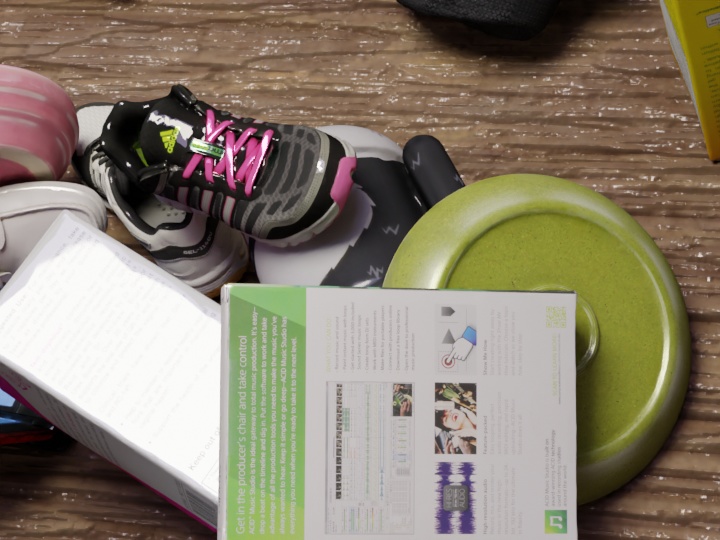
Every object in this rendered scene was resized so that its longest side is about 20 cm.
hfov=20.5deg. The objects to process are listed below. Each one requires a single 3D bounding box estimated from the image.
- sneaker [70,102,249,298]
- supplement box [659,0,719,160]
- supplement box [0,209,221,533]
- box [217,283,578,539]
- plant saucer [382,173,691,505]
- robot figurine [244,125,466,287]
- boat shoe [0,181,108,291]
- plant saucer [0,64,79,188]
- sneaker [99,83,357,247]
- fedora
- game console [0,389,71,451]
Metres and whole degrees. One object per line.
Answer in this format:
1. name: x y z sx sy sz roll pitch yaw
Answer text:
1. sneaker: -0.146 -0.069 1.356 0.076 0.088 0.200 -40 53 -8
2. supplement box: 0.241 -0.179 1.232 0.109 0.200 0.109 -17 54 7
3. supplement box: -0.118 0.068 1.176 0.200 0.101 0.103 30 73 13
4. box: 0.021 0.081 1.099 0.200 0.036 0.145 2 84 -12
5. plant saucer: 0.109 0.038 1.162 0.200 0.031 0.200 3 80 -16
6. robot figurine: -0.002 0.000 1.239 0.150 0.125 0.200 -18 54 -6
7. boat shoe: -0.262 -0.002 1.310 0.200 0.071 0.069 -17 26 -4
8. plant saucer: -0.283 -0.065 1.335 0.200 0.201 0.051 -20 69 4
9. sneaker: -0.088 -0.067 1.201 0.200 0.087 0.074 14 80 47
10. fedora: 0.076 -0.212 1.358 0.200 0.201 0.092 21 98 28
11. game console: -0.286 0.050 1.303 0.200 0.119 0.173 8 61 22
